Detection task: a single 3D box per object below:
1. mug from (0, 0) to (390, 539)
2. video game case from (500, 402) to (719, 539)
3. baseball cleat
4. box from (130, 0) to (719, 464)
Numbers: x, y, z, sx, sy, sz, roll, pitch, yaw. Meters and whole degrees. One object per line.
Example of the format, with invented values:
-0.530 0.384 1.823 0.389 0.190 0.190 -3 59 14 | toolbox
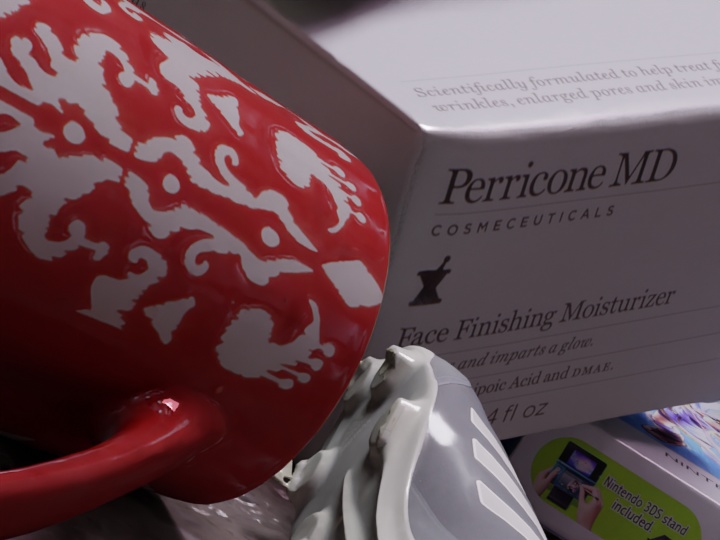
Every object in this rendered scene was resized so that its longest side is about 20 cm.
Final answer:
-0.105 -0.005 0.593 0.199 0.178 0.133 28 -25 -35 | mug
0.142 0.092 0.921 0.181 0.046 0.200 33 12 1 | video game case
0.032 0.094 0.621 0.106 0.070 0.200 35 20 -16 | baseball cleat
0.023 -0.046 0.825 0.198 0.131 0.200 -8 35 -37 | box
